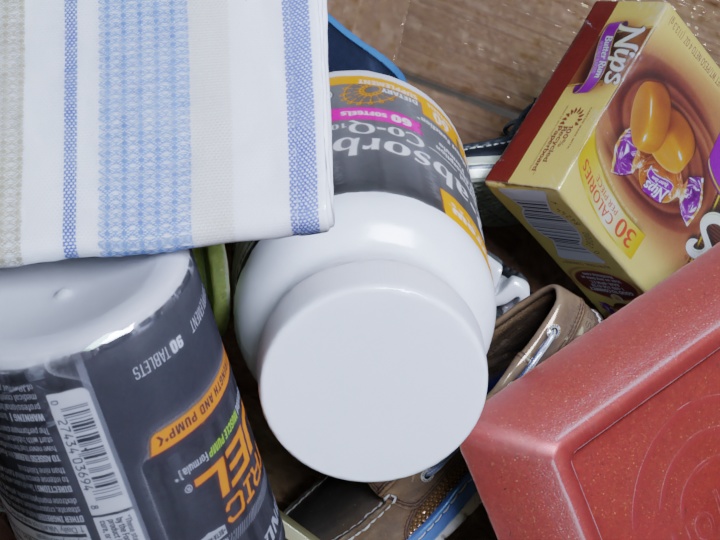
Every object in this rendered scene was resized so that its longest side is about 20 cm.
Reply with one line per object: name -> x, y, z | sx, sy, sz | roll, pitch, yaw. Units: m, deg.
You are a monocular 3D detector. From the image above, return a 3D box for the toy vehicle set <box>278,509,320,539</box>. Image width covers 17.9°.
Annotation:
toy vehicle set -> -0.019, 0.199, 1.035 | 0.200, 0.027, 0.124 | 37, 90, -7

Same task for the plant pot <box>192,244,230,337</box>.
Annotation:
plant pot -> -0.178, -0.033, 1.003 | 0.184, 0.200, 0.201 | -20, 80, -16

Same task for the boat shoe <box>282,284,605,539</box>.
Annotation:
boat shoe -> 0.028, 0.075, 1.067 | 0.200, 0.072, 0.072 | -36, 119, -2

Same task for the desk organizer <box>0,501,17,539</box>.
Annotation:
desk organizer -> -0.233, 0.160, 0.960 | 0.200, 0.077, 0.072 | -40, 56, -14

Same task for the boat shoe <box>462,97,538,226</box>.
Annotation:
boat shoe -> 0.109, -0.068, 1.189 | 0.200, 0.075, 0.062 | -15, 77, -33

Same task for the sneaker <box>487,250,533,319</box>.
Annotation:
sneaker -> 0.098, 0.075, 1.143 | 0.200, 0.075, 0.081 | 42, 88, -12

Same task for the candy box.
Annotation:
candy box -> 0.160, -0.027, 1.149 | 0.200, 0.056, 0.117 | 45, 68, -33

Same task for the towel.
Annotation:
towel -> -0.108, -0.068, 0.907 | 0.200, 0.024, 0.147 | -7, 63, 4

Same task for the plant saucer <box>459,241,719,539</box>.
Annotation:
plant saucer -> 0.158, 0.111, 1.056 | 0.200, 0.037, 0.200 | -31, 108, -31

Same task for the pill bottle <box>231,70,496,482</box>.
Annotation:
pill bottle -> 0.000, 0.000, 1.013 | 0.116, 0.116, 0.200 | 21, 25, -15

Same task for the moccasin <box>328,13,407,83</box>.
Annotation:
moccasin -> -0.049, -0.100, 1.104 | 0.200, 0.080, 0.068 | 25, 59, -31

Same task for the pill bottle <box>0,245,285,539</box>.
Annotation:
pill bottle -> -0.092, 0.085, 0.932 | 0.106, 0.106, 0.200 | -36, 126, -29
